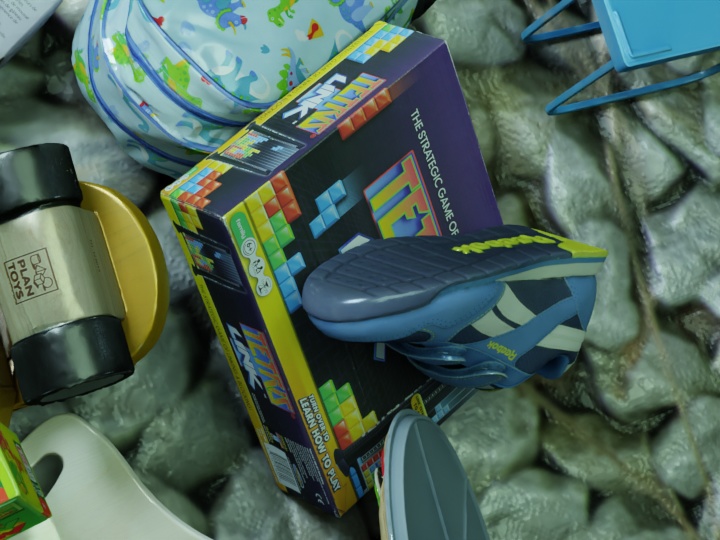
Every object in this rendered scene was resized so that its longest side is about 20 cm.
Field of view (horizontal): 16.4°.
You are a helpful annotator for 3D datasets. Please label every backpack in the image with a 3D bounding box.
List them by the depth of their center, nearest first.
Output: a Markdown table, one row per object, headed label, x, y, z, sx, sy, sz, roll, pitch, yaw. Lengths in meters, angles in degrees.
| label | x | y | z | sx | sy | sz | roll | pitch | yaw |
| --- | --- | --- | --- | --- | --- | --- | --- | --- | --- |
| backpack | -0.064 | -0.143 | 1.339 | 0.200 | 0.154 | 0.163 | -43 | 101 | -13 |

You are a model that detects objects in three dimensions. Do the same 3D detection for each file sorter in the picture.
| label | x | y | z | sx | sy | sz | roll | pitch | yaw |
| --- | --- | --- | --- | --- | --- | --- | --- | --- | --- |
| file sorter | 0.152 | -0.205 | 1.449 | 0.138 | 0.123 | 0.201 | -14 | 81 | -26 |

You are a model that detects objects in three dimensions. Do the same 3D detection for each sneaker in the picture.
| label | x | y | z | sx | sy | sz | roll | pitch | yaw |
| --- | --- | --- | --- | --- | --- | --- | --- | --- | --- |
| sneaker | 0.051 | 0.026 | 1.275 | 0.199 | 0.074 | 0.083 | -5 | 110 | -43 |

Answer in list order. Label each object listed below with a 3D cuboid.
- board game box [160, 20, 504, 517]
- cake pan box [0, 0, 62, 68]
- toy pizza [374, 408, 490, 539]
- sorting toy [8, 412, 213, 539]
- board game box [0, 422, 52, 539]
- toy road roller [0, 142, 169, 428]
| label | x | y | z | sx | sy | sz | roll | pitch | yaw |
| --- | --- | --- | --- | --- | --- | --- | --- | --- | --- |
| board game box | 0.000 | 0.000 | 1.305 | 0.165 | 0.057 | 0.201 | -40 | 129 | -26 |
| cake pan box | -0.277 | -0.141 | 1.284 | 0.200 | 0.052 | 0.184 | 43 | 65 | -7 |
| toy pizza | 0.040 | 0.171 | 1.281 | 0.031 | 0.200 | 0.202 | -15 | 80 | 14 |
| sorting toy | -0.158 | 0.168 | 1.229 | 0.199 | 0.107 | 0.181 | -24 | 73 | -16 |
| board game box | -0.247 | 0.132 | 1.150 | 0.199 | 0.102 | 0.048 | -26 | 80 | -4 |
| toy road roller | -0.191 | 0.025 | 1.253 | 0.199 | 0.146 | 0.124 | -19 | 82 | 11 |
